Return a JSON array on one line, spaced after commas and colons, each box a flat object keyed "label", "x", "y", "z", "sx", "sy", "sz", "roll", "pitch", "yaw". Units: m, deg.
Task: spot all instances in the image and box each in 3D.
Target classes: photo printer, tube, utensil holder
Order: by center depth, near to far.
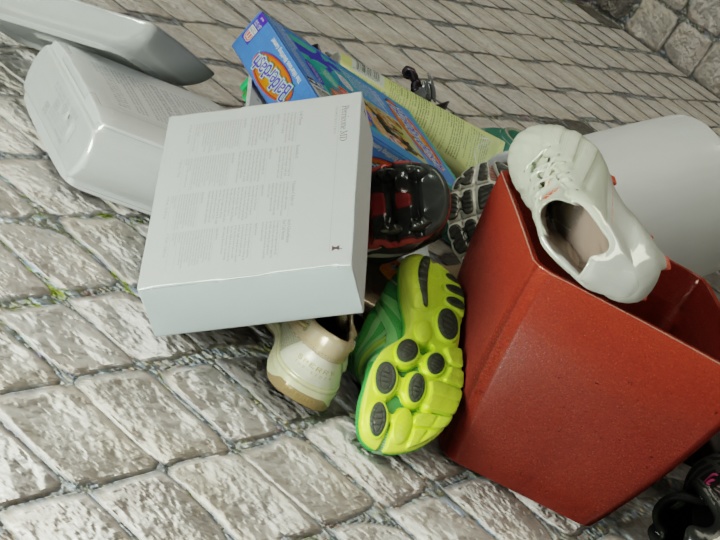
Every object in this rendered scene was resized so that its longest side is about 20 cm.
[{"label": "photo printer", "x": -0.162, "y": -0.100, "z": 1.539, "sx": 0.200, "sy": 0.070, "sz": 0.166, "roll": 19, "pitch": 22, "yaw": -35}, {"label": "utensil holder", "x": 0.233, "y": -0.049, "z": 1.764, "sx": 0.200, "sy": 0.170, "sz": 0.170, "roll": -16, "pitch": 43, "yaw": -25}, {"label": "tube", "x": 0.050, "y": -0.137, "z": 1.792, "sx": 0.200, "sy": 0.058, "sz": 0.052, "roll": 27, "pitch": 3, "yaw": -19}]

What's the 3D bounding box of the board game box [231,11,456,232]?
[{"label": "board game box", "x": -0.007, "y": -0.127, "z": 1.642, "sx": 0.200, "sy": 0.045, "sz": 0.152, "roll": 30, "pitch": 20, "yaw": -40}]

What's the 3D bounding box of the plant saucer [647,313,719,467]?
[{"label": "plant saucer", "x": 0.256, "y": 0.103, "z": 1.622, "sx": 0.200, "sy": 0.032, "sz": 0.200, "roll": 48, "pitch": -13, "yaw": 15}]

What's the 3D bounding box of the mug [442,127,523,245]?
[{"label": "mug", "x": 0.140, "y": -0.083, "z": 1.906, "sx": 0.185, "sy": 0.115, "sz": 0.152, "roll": 39, "pitch": 20, "yaw": 18}]

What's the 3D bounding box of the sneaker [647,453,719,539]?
[{"label": "sneaker", "x": 0.270, "y": 0.190, "z": 1.483, "sx": 0.087, "sy": 0.074, "sz": 0.200, "roll": 35, "pitch": 23, "yaw": -10}]

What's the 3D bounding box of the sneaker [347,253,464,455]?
[{"label": "sneaker", "x": 0.032, "y": 0.074, "z": 1.408, "sx": 0.074, "sy": 0.084, "sz": 0.200, "roll": 31, "pitch": 37, "yaw": -11}]

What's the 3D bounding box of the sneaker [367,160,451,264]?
[{"label": "sneaker", "x": -0.023, "y": -0.039, "z": 1.463, "sx": 0.200, "sy": 0.071, "sz": 0.098, "roll": -4, "pitch": -12, "yaw": 13}]

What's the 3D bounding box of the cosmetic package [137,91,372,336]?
[{"label": "cosmetic package", "x": -0.070, "y": -0.044, "z": 1.359, "sx": 0.150, "sy": 0.052, "sz": 0.200, "roll": -8, "pitch": 40, "yaw": 10}]

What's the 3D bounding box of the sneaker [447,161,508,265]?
[{"label": "sneaker", "x": 0.118, "y": 0.007, "z": 1.620, "sx": 0.085, "sy": 0.077, "sz": 0.201, "roll": 89, "pitch": -10, "yaw": -74}]

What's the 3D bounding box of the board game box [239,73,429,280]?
[{"label": "board game box", "x": -0.025, "y": -0.078, "z": 1.600, "sx": 0.200, "sy": 0.026, "sz": 0.200, "roll": 40, "pitch": 15, "yaw": -15}]

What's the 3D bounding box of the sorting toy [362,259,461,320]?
[{"label": "sorting toy", "x": 0.000, "y": 0.000, "z": 1.610, "sx": 0.200, "sy": 0.037, "sz": 0.185, "roll": 24, "pitch": 19, "yaw": -9}]

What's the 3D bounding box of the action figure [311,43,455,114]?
[{"label": "action figure", "x": 0.010, "y": -0.171, "z": 1.937, "sx": 0.200, "sy": 0.130, "sz": 0.070, "roll": 9, "pitch": 65, "yaw": -44}]

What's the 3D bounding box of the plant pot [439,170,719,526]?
[{"label": "plant pot", "x": 0.157, "y": 0.072, "z": 1.445, "sx": 0.199, "sy": 0.176, "sz": 0.200, "roll": 27, "pitch": 18, "yaw": -14}]

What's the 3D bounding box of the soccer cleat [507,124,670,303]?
[{"label": "soccer cleat", "x": 0.150, "y": -0.050, "z": 1.364, "sx": 0.077, "sy": 0.069, "sz": 0.200, "roll": 15, "pitch": 28, "yaw": -34}]

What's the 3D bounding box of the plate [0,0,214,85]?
[{"label": "plate", "x": -0.240, "y": -0.200, "z": 1.606, "sx": 0.199, "sy": 0.032, "sz": 0.200, "roll": 17, "pitch": -3, "yaw": 11}]

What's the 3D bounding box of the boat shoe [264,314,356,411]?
[{"label": "boat shoe", "x": -0.032, "y": 0.033, "z": 1.415, "sx": 0.072, "sy": 0.065, "sz": 0.200, "roll": 28, "pitch": 18, "yaw": -12}]
